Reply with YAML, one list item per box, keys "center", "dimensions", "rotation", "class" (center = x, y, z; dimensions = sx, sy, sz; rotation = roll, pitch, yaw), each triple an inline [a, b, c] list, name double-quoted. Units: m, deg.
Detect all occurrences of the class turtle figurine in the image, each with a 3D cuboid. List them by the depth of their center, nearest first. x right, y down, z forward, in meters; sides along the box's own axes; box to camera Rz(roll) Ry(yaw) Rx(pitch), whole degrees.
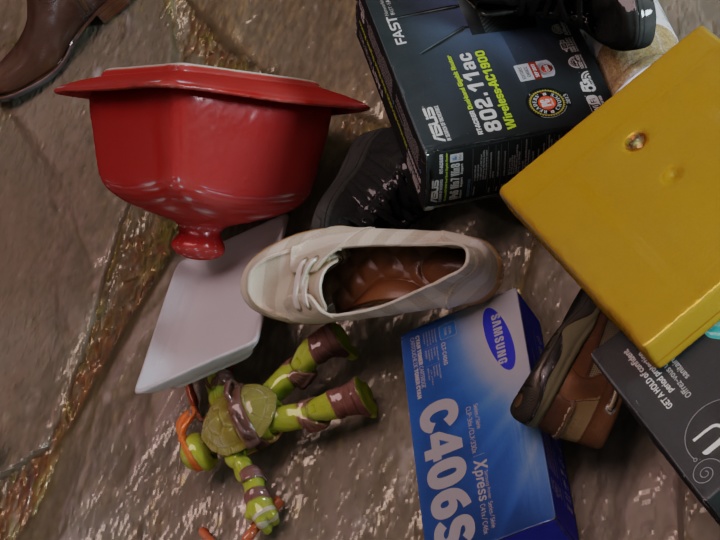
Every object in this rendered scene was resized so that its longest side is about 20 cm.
- center: [-0.076, 0.100, 1.489]
  dimensions: [0.161, 0.064, 0.201]
  rotation: [-31, 43, 11]
  class: "turtle figurine"

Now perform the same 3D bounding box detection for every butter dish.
- center: [-0.123, -0.082, 1.614]
  dimensions: [0.199, 0.199, 0.149]
  rotation: [3, 89, 55]
  class: "butter dish"

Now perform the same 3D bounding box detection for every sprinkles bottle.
- center: [0.195, -0.191, 1.535]
  dimensions: [0.068, 0.068, 0.201]
  rotation: [-29, 43, 12]
  class: "sprinkles bottle"

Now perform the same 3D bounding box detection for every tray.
- center: [-0.108, 0.029, 1.564]
  dimensions: [0.107, 0.022, 0.200]
  rotation: [-25, 24, 18]
  class: "tray"

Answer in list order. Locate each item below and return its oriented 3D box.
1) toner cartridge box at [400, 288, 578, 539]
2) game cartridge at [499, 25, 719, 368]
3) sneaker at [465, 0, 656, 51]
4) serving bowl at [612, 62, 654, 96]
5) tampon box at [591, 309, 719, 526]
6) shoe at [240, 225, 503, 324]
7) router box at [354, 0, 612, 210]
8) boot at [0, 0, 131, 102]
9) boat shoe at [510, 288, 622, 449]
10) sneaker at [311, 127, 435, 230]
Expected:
- center: [0.085, 0.113, 1.377]
  dimensions: [0.095, 0.043, 0.201]
  rotation: [-23, 45, 16]
  class: "toner cartridge box"
- center: [0.200, -0.050, 1.266]
  dimensions: [0.176, 0.032, 0.200]
  rotation: [-39, 40, 2]
  class: "game cartridge"
- center: [0.122, -0.206, 1.473]
  dimensions: [0.104, 0.060, 0.200]
  rotation: [-12, 36, -22]
  class: "sneaker"
- center: [0.260, -0.070, 1.368]
  dimensions: [0.199, 0.066, 0.201]
  rotation: [-5, 43, 5]
  class: "serving bowl"
- center: [0.272, 0.065, 1.219]
  dimensions: [0.200, 0.126, 0.150]
  rotation: [-38, 40, 4]
  class: "tampon box"
- center: [0.000, 0.000, 1.435]
  dimensions: [0.199, 0.053, 0.070]
  rotation: [-5, 85, 23]
  class: "shoe"
- center: [0.091, -0.146, 1.509]
  dimensions: [0.149, 0.062, 0.201]
  rotation: [-12, 50, -10]
  class: "router box"
- center: [-0.328, -0.279, 1.891]
  dimensions: [0.186, 0.200, 0.064]
  rotation: [-44, 42, -4]
  class: "boot"
- center: [0.172, 0.042, 1.360]
  dimensions: [0.074, 0.076, 0.200]
  rotation: [31, 56, 6]
  class: "boat shoe"
- center: [0.035, -0.066, 1.536]
  dimensions: [0.104, 0.060, 0.200]
  rotation: [-11, 38, 29]
  class: "sneaker"
